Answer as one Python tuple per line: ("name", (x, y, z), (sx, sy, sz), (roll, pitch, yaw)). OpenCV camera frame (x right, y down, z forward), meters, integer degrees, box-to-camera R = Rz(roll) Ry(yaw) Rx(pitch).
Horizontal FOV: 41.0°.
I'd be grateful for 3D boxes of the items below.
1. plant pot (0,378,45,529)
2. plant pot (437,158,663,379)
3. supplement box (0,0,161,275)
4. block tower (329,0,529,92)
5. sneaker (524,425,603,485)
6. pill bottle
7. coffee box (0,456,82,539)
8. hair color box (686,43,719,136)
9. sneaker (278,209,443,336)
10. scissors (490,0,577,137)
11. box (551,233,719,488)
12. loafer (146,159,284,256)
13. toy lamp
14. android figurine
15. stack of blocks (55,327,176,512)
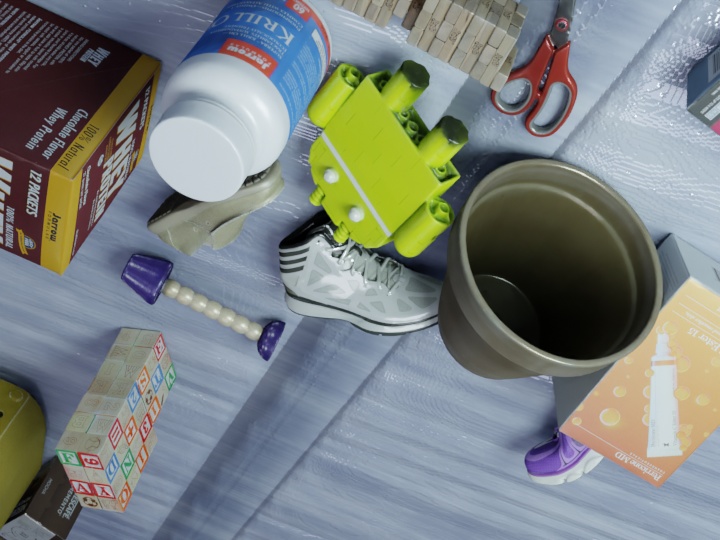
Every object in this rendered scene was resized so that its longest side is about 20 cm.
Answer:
("plant pot", (-0.573, 0.250, 1.399), (0.193, 0.196, 0.201), (26, 126, -5))
("plant pot", (0.158, 0.023, 0.921), (0.199, 0.201, 0.174), (25, 151, -4))
("supplement box", (-0.329, -0.140, 0.927), (0.199, 0.198, 0.133), (24, 136, -3))
("block tower", (0.045, -0.227, 0.800), (0.199, 0.054, 0.058), (29, 136, -2))
("sneaker", (0.255, 0.169, 1.097), (0.083, 0.081, 0.200), (42, 124, -2))
("pill bottle", (-0.102, -0.152, 0.828), (0.111, 0.201, 0.113), (10, 134, 11))
("coffee box", (-0.529, 0.392, 1.558), (0.080, 0.113, 0.199), (42, 132, -19))
("hair color box", (0.373, -0.120, 0.778), (0.199, 0.061, 0.099), (33, 134, -12))
("sneaker", (0.000, 0.000, 1.019), (0.199, 0.076, 0.116), (5, 135, 19))
("scissors", (0.174, -0.197, 0.817), (0.073, 0.014, 0.201), (25, 134, 0))
("box", (0.296, 0.089, 0.935), (0.124, 0.098, 0.201), (29, 117, -7))
("loafer", (-0.143, -0.067, 1.018), (0.199, 0.076, 0.068), (-16, 126, 43))
("toy lamp", (-0.187, 0.040, 1.142), (0.199, 0.058, 0.058), (26, 135, -7))
("android figurine", (0.015, -0.099, 0.903), (0.183, 0.041, 0.200), (58, 137, 8))
("stack of blocks", (-0.300, 0.185, 1.216), (0.058, 0.201, 0.116), (5, 134, 13))
